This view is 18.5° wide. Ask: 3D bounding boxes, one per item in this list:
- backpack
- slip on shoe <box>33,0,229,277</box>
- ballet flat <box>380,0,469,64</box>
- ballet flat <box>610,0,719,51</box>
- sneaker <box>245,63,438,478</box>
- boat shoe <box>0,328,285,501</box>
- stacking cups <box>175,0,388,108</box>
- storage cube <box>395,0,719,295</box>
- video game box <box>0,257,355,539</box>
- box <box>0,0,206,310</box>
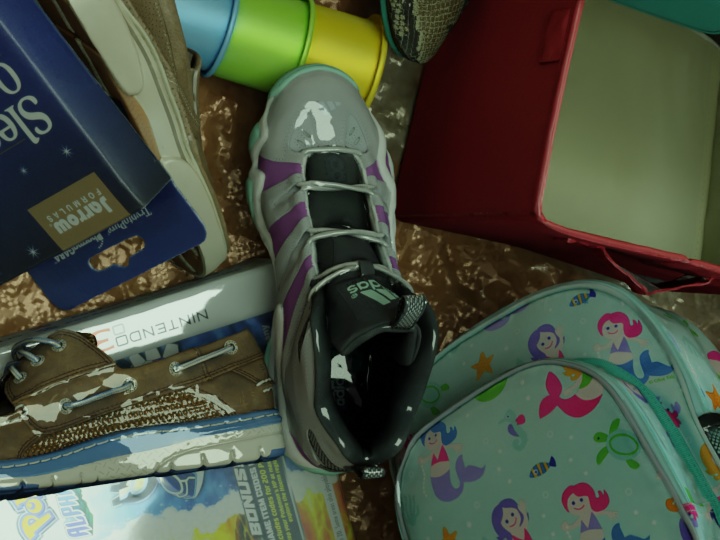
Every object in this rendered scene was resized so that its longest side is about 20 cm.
[{"bbox_3d":[0.105,0.109,1.046,0.150,0.177,0.200,23,42,-52],"label":"backpack"},{"bbox_3d":[-0.099,-0.083,1.054,0.061,0.076,0.200,-43,129,-24],"label":"slip on shoe"},{"bbox_3d":[0.043,-0.206,1.109,0.068,0.075,0.201,22,61,-59],"label":"ballet flat"},{"bbox_3d":[0.181,-0.127,1.009,0.200,0.069,0.070,26,82,-19],"label":"ballet flat"},{"bbox_3d":[0.000,0.000,1.037,0.077,0.140,0.201,-6,93,-17],"label":"sneaker"},{"bbox_3d":[-0.136,0.066,1.029,0.199,0.072,0.073,-6,82,-24],"label":"boat shoe"},{"bbox_3d":[-0.089,-0.122,1.095,0.199,0.060,0.061,13,86,-18],"label":"stacking cups"},{"bbox_3d":[0.138,-0.087,1.118,0.170,0.180,0.201,14,87,-21],"label":"storage cube"},{"bbox_3d":[-0.101,0.113,1.099,0.182,0.047,0.201,-18,97,-18],"label":"video game box"},{"bbox_3d":[-0.171,-0.068,1.029,0.200,0.121,0.032,52,42,-15],"label":"box"}]
